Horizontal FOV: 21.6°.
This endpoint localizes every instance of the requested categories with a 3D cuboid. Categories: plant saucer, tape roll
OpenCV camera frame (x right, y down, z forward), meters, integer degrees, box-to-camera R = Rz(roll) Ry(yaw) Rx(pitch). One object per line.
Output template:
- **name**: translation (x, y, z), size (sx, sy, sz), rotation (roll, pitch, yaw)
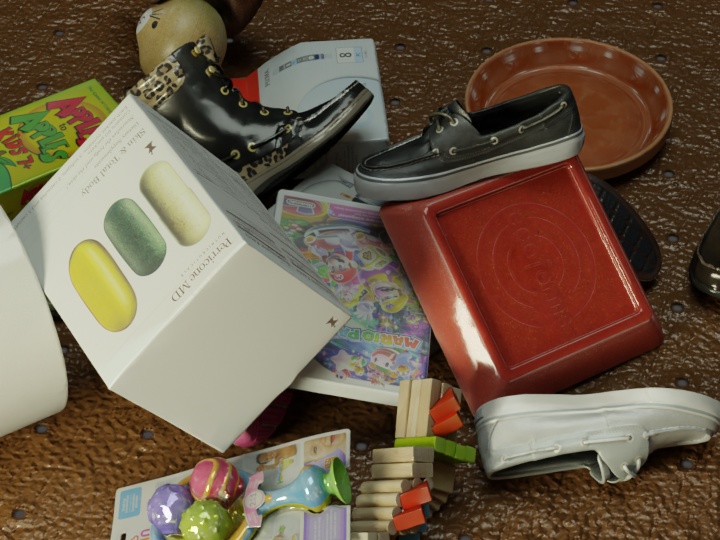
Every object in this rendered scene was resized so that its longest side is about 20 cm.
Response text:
- **plant saucer**: translation (0.198, -0.151, 1.807), size (0.198, 0.033, 0.201), rotation (-1, 43, 1)
- **tape roll**: translation (-0.334, 0.045, 1.487), size (0.138, 0.204, 0.203), rotation (-23, 48, -21)
- **plant saucer**: translation (0.142, -0.001, 1.567), size (0.199, 0.037, 0.201), rotation (-21, 80, -26)

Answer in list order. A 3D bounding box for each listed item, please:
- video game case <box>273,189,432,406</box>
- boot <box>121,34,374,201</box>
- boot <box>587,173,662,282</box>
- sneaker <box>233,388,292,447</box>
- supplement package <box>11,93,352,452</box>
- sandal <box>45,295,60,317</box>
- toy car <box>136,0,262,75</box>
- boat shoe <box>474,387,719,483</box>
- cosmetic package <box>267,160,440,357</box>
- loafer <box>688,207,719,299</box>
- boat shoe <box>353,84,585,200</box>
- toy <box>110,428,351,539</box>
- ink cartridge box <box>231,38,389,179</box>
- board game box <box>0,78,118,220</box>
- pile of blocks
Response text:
- **video game case**: translation (-0.010, 0.021, 1.556), size (0.142, 0.018, 0.201), rotation (10, 48, -4)
- **boot**: translation (-0.103, -0.147, 1.699), size (0.199, 0.073, 0.151), rotation (-37, 87, 1)
- **boot**: translation (0.168, -0.044, 1.668), size (0.199, 0.097, 0.075), rotation (33, 64, -10)
- **sneaker**: translation (-0.118, 0.061, 1.562), size (0.088, 0.081, 0.201), rotation (-27, 54, 22)
- **supplement package**: translation (-0.142, 0.002, 1.457), size (0.152, 0.150, 0.200), rotation (-46, 50, 6)
- **sandal**: translation (-0.220, -0.012, 1.647), size (0.199, 0.058, 0.080), rotation (-10, 44, -9)
- **toy car**: translation (-0.186, -0.236, 1.814), size (0.157, 0.164, 0.201), rotation (28, 64, -20)
- **boat shoe**: translation (0.190, 0.135, 1.489), size (0.198, 0.072, 0.069), rotation (1, 65, -8)
- **cosmetic package**: translation (0.000, 0.000, 1.639), size (0.199, 0.052, 0.151), rotation (29, 53, 26)
- **loafer**: translation (0.348, -0.051, 1.672), size (0.072, 0.072, 0.200), rotation (20, 47, 20)
- **boat shoe**: translation (0.088, -0.111, 1.560), size (0.198, 0.067, 0.070), rotation (-11, 27, -2)
- **toy**: translation (-0.105, 0.175, 1.417), size (0.198, 0.047, 0.116), rotation (-14, 42, 12)
- **ink cartridge box**: translation (-0.076, -0.154, 1.801), size (0.198, 0.048, 0.161), rotation (-3, 44, -4)
- **board game box**: translation (-0.308, -0.100, 1.747), size (0.199, 0.048, 0.102), rotation (-25, 49, -23)
- **pile of blocks**: translation (0.045, 0.169, 1.429), size (0.062, 0.082, 0.201), rotation (-10, 44, 47)
